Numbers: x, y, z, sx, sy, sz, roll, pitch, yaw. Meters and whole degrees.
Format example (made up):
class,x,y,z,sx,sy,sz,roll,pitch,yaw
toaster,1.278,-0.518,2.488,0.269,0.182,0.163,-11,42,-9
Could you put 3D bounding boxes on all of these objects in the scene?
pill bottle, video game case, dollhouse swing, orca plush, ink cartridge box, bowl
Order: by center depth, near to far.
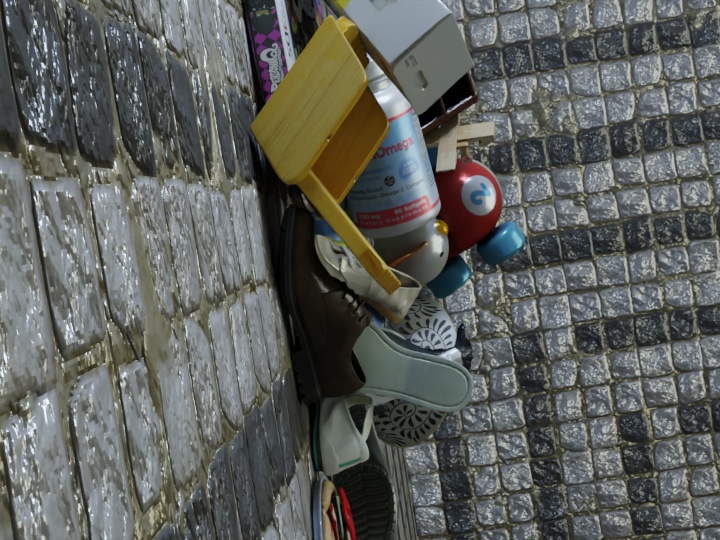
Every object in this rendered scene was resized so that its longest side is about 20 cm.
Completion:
class,x,y,z,sx,sy,sz,roll,pitch,yaw
dollhouse swing,0.007,-0.106,1.260,0.183,0.175,0.200,-54,168,-2
ink cartridge box,0.018,-0.275,1.327,0.201,0.083,0.145,52,4,19
video game case,-0.072,-0.246,1.359,0.200,0.035,0.184,1,78,-77
pill bottle,0.020,-0.148,1.511,0.109,0.107,0.202,-90,163,-70
orca plush,0.038,0.105,1.579,0.071,0.198,0.106,52,-20,39
bowl,0.027,0.122,1.681,0.093,0.200,0.203,14,57,-38

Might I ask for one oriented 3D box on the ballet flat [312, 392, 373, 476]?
class,x,y,z,sx,sy,sz,roll,pitch,yaw
ballet flat,-0.019,0.133,1.376,0.201,0.068,0.070,-95,175,-50

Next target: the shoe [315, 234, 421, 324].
class,x,y,z,sx,sy,sz,roll,pitch,yaw
shoe,0.000,0.000,1.502,0.199,0.053,0.070,32,25,-47

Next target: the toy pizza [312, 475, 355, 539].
class,x,y,z,sx,sy,sz,roll,pitch,yaw
toy pizza,-0.015,0.302,1.281,0.200,0.031,0.203,-9,90,-87

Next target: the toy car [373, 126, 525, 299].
class,x,y,z,sx,sy,sz,roll,pitch,yaw
toy car,0.085,-0.047,1.633,0.185,0.176,0.200,54,28,-8

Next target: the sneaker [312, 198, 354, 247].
class,x,y,z,sx,sy,sz,roll,pitch,yaw
sneaker,-0.037,-0.100,1.583,0.201,0.075,0.106,-93,173,-50

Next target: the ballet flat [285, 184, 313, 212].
class,x,y,z,sx,sy,sz,roll,pitch,yaw
ballet flat,-0.068,-0.134,1.455,0.202,0.046,0.068,-89,166,-46

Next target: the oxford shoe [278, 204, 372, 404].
class,x,y,z,sx,sy,sz,roll,pitch,yaw
oxford shoe,-0.033,0.027,1.251,0.073,0.083,0.202,-87,167,-65

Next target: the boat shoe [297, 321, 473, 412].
class,x,y,z,sx,sy,sz,roll,pitch,yaw
boat shoe,0.019,0.097,1.349,0.076,0.198,0.060,-65,-164,-7

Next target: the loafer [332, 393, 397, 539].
class,x,y,z,sx,sy,sz,roll,pitch,yaw
loafer,0.003,0.224,1.430,0.070,0.074,0.203,60,21,-69

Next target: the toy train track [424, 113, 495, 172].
class,x,y,z,sx,sy,sz,roll,pitch,yaw
toy train track,0.072,-0.152,1.609,0.033,0.197,0.116,64,27,-48

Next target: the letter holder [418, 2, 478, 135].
class,x,y,z,sx,sy,sz,roll,pitch,yaw
letter holder,0.036,-0.273,1.615,0.200,0.100,0.143,37,-26,51

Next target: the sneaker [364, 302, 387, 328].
class,x,y,z,sx,sy,sz,roll,pitch,yaw
sneaker,-0.012,0.060,1.545,0.200,0.081,0.075,10,73,-85
